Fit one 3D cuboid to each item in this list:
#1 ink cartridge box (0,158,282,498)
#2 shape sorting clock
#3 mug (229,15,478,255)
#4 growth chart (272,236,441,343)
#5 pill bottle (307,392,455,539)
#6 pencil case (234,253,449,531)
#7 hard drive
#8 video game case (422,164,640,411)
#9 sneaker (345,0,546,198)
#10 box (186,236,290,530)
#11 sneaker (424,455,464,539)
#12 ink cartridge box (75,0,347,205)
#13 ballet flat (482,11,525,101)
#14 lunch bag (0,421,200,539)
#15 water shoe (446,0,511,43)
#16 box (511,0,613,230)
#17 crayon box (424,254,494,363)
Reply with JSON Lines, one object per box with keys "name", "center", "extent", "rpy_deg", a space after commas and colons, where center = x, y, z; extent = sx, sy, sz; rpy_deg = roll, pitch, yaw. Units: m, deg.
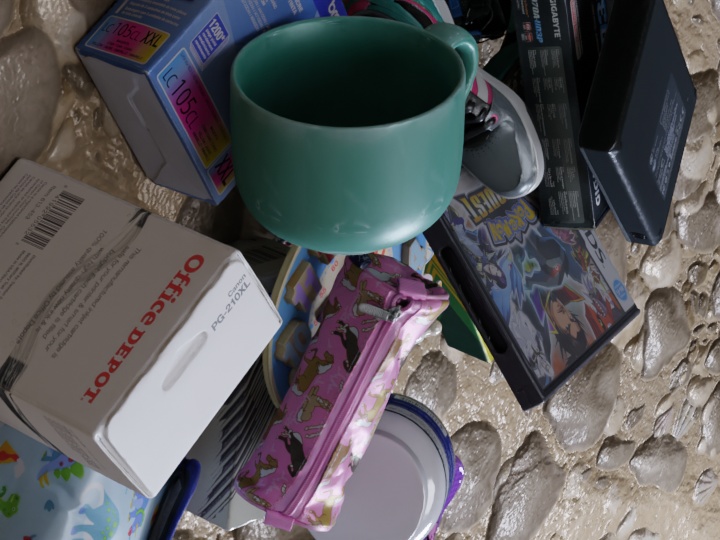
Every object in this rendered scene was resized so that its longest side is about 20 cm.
{"name": "ink cartridge box", "center": [-0.171, 0.033, 1.316], "extent": [0.145, 0.199, 0.084], "rpy_deg": [-54, 142, -19]}
{"name": "shape sorting clock", "center": [-0.006, 0.019, 1.551], "extent": [0.200, 0.039, 0.201], "rpy_deg": [-32, 132, -44]}
{"name": "mug", "center": [0.006, -0.084, 1.388], "extent": [0.184, 0.152, 0.115], "rpy_deg": [-8, 125, -14]}
{"name": "growth chart", "center": [0.000, 0.000, 1.656], "extent": [0.144, 0.018, 0.201], "rpy_deg": [-30, 132, -20]}
{"name": "pill bottle", "center": [0.011, 0.159, 1.630], "extent": [0.200, 0.115, 0.116], "rpy_deg": [-18, 128, -83]}
{"name": "pencil case", "center": [-0.014, 0.086, 1.482], "extent": [0.086, 0.083, 0.201], "rpy_deg": [14, 106, -57]}
{"name": "hard drive", "center": [0.215, -0.118, 1.623], "extent": [0.200, 0.033, 0.140], "rpy_deg": [49, 54, -64]}
{"name": "video game case", "center": [0.128, -0.009, 1.626], "extent": [0.181, 0.025, 0.200], "rpy_deg": [60, 34, -3]}
{"name": "sneaker", "center": [0.051, -0.123, 1.522], "extent": [0.200, 0.083, 0.121], "rpy_deg": [53, 35, -4]}
{"name": "box", "center": [-0.087, 0.083, 1.567], "extent": [0.082, 0.068, 0.201], "rpy_deg": [-18, 121, -49]}
{"name": "sneaker", "center": [0.034, 0.234, 1.791], "extent": [0.200, 0.088, 0.081], "rpy_deg": [-45, 138, -30]}
{"name": "ink cartridge box", "center": [-0.084, -0.165, 1.437], "extent": [0.200, 0.076, 0.137], "rpy_deg": [-53, 142, -23]}
{"name": "ballet flat", "center": [0.139, -0.174, 1.698], "extent": [0.075, 0.068, 0.201], "rpy_deg": [34, 63, -19]}
{"name": "lunch bag", "center": [-0.194, 0.186, 1.444], "extent": [0.171, 0.127, 0.200], "rpy_deg": [-66, 158, -6]}
{"name": "water shoe", "center": [0.069, -0.197, 1.616], "extent": [0.200, 0.079, 0.072], "rpy_deg": [-55, 143, -17]}
{"name": "box", "center": [0.174, -0.155, 1.650], "extent": [0.159, 0.046, 0.201], "rpy_deg": [-48, 133, -54]}
{"name": "crayon box", "center": [0.102, -0.035, 1.768], "extent": [0.127, 0.051, 0.201], "rpy_deg": [-49, 141, -24]}
